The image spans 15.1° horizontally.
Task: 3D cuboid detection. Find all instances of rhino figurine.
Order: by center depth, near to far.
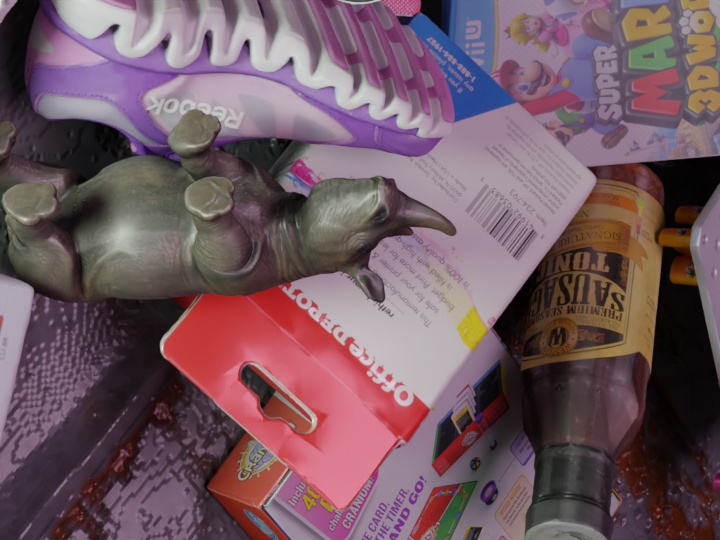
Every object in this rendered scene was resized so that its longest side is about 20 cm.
[{"bbox_3d":[-0.059,-0.021,1.111,0.088,0.199,0.060,75,19,-58],"label":"rhino figurine"}]

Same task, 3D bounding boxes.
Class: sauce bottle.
[{"bbox_3d":[0.110,0.041,1.302,0.066,0.066,0.201,40,45,-40],"label":"sauce bottle"}]

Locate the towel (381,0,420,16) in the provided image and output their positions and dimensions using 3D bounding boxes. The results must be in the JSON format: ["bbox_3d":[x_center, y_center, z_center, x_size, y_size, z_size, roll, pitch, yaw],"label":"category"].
[{"bbox_3d":[-0.018,-0.213,1.201,0.146,0.030,0.201,-3,101,-43],"label":"towel"}]

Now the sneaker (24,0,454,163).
[{"bbox_3d":[-0.057,-0.081,1.144,0.199,0.081,0.089,14,126,-26],"label":"sneaker"}]

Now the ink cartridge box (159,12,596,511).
[{"bbox_3d":[0.000,0.000,1.210,0.116,0.067,0.200,42,69,-10],"label":"ink cartridge box"}]

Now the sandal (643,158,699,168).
[{"bbox_3d":[0.165,-0.091,1.396,0.200,0.045,0.076,4,102,-58],"label":"sandal"}]

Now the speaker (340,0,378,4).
[{"bbox_3d":[0.043,-0.190,1.184,0.200,0.081,0.082,-39,124,-45],"label":"speaker"}]

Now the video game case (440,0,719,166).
[{"bbox_3d":[0.135,-0.115,1.280,0.199,0.018,0.144,-5,125,-11],"label":"video game case"}]

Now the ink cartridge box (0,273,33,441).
[{"bbox_3d":[-0.229,0.065,1.053,0.199,0.050,0.163,12,91,-47],"label":"ink cartridge box"}]

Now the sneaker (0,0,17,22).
[{"bbox_3d":[-0.154,-0.130,1.054,0.074,0.087,0.201,40,73,-41],"label":"sneaker"}]

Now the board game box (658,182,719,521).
[{"bbox_3d":[0.219,0.002,1.423,0.200,0.026,0.201,-53,138,-42],"label":"board game box"}]

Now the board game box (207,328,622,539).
[{"bbox_3d":[0.032,0.108,1.310,0.153,0.040,0.200,-53,129,-21],"label":"board game box"}]
